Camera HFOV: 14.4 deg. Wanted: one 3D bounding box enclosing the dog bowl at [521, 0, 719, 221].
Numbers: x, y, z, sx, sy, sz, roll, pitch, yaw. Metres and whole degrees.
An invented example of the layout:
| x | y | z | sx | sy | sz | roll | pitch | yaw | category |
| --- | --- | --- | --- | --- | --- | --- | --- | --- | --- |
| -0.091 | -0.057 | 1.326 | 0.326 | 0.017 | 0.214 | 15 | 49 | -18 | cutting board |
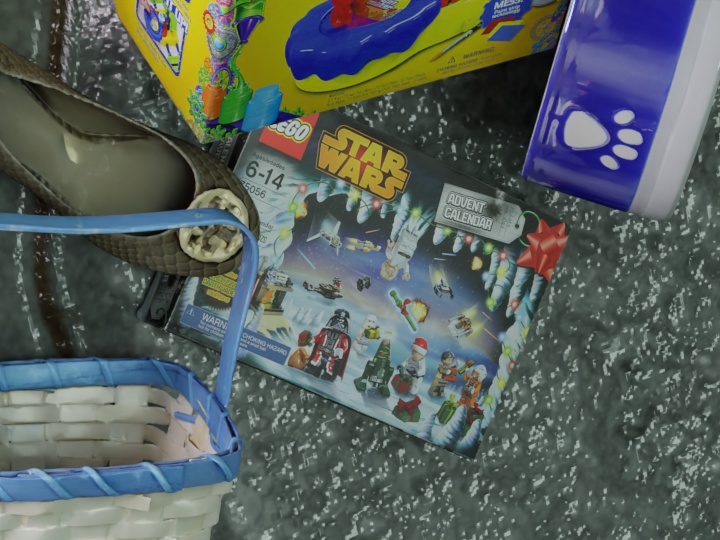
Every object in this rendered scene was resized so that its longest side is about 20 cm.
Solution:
| x | y | z | sx | sy | sz | roll | pitch | yaw | category |
| --- | --- | --- | --- | --- | --- | --- | --- | --- | --- |
| 0.144 | -0.129 | 1.428 | 0.079 | 0.200 | 0.200 | 15 | 92 | 3 | dog bowl |

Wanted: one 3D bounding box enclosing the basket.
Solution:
| x | y | z | sx | sy | sz | roll | pitch | yaw | category |
| --- | --- | --- | --- | --- | --- | --- | --- | --- | --- |
| -0.142 | 0.067 | 1.340 | 0.176 | 0.139 | 0.200 | 1 | 114 | -24 | basket |

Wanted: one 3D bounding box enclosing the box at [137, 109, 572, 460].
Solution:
| x | y | z | sx | sy | sz | roll | pitch | yaw | category |
| --- | --- | --- | --- | --- | --- | --- | --- | --- | --- |
| 0.000 | 0.000 | 1.470 | 0.200 | 0.040 | 0.137 | 24 | 87 | -30 | box |

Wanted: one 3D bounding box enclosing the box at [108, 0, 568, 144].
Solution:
| x | y | z | sx | sy | sz | roll | pitch | yaw | category |
| --- | --- | --- | --- | --- | --- | --- | --- | --- | --- |
| -0.002 | -0.187 | 1.335 | 0.200 | 0.122 | 0.193 | -17 | 144 | -24 | box |

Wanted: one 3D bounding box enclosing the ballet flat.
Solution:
| x | y | z | sx | sy | sz | roll | pitch | yaw | category |
| --- | --- | --- | --- | --- | --- | --- | --- | --- | --- |
| -0.132 | -0.057 | 1.362 | 0.200 | 0.046 | 0.067 | 33 | 83 | -17 | ballet flat |
